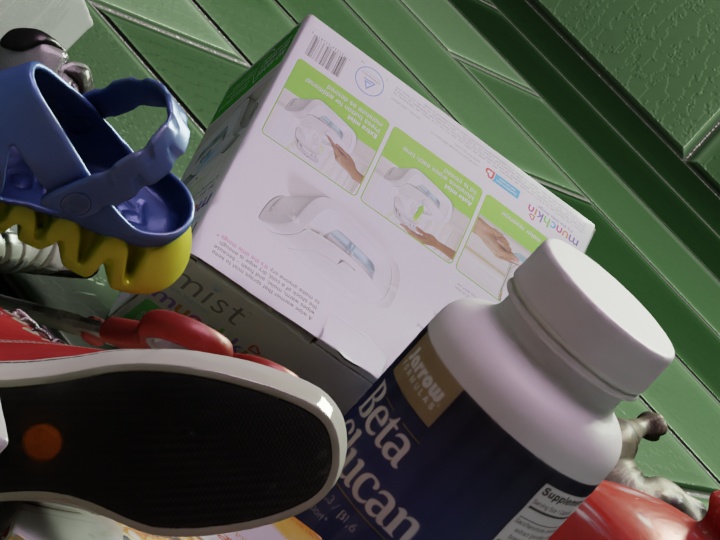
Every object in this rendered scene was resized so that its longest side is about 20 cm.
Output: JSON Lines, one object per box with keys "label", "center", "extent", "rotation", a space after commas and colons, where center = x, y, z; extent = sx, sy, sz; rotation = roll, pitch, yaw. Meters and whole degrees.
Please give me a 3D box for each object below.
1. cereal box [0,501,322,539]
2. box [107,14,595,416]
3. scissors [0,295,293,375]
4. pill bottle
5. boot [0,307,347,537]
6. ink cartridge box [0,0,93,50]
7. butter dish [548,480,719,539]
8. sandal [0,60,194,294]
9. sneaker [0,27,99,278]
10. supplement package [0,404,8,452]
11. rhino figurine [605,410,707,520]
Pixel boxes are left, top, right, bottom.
{"label": "cereal box", "center": [-0.083, 0.122, 1.120], "extent": [0.144, 0.040, 0.200], "rotation": [38, 14, -11]}
{"label": "box", "center": [0.000, 0.000, 1.416], "extent": [0.200, 0.097, 0.177], "rotation": [35, 54, -15]}
{"label": "scissors", "center": [-0.103, 0.032, 1.172], "extent": [0.073, 0.014, 0.200], "rotation": [30, -15, -35]}
{"label": "pill bottle", "center": [0.052, 0.084, 1.272], "extent": [0.111, 0.200, 0.111], "rotation": [39, 14, -11]}
{"label": "boot", "center": [-0.107, 0.046, 1.073], "extent": [0.199, 0.073, 0.144], "rotation": [4, 16, -5]}
{"label": "ink cartridge box", "center": [-0.191, -0.122, 1.291], "extent": [0.050, 0.109, 0.200], "rotation": [43, -8, 8]}
{"label": "butter dish", "center": [0.154, 0.175, 1.391], "extent": [0.200, 0.148, 0.200], "rotation": [27, 21, -48]}
{"label": "sandal", "center": [-0.152, -0.057, 1.131], "extent": [0.200, 0.087, 0.080], "rotation": [12, 43, -24]}
{"label": "sneaker", "center": [-0.171, -0.057, 1.246], "extent": [0.075, 0.116, 0.200], "rotation": [5, 0, 12]}
{"label": "supplement package", "center": [-0.209, 0.021, 0.922], "extent": [0.117, 0.117, 0.200], "rotation": [34, 16, -28]}
{"label": "rhino figurine", "center": [0.155, 0.114, 1.758], "extent": [0.200, 0.060, 0.087], "rotation": [48, 34, 20]}
